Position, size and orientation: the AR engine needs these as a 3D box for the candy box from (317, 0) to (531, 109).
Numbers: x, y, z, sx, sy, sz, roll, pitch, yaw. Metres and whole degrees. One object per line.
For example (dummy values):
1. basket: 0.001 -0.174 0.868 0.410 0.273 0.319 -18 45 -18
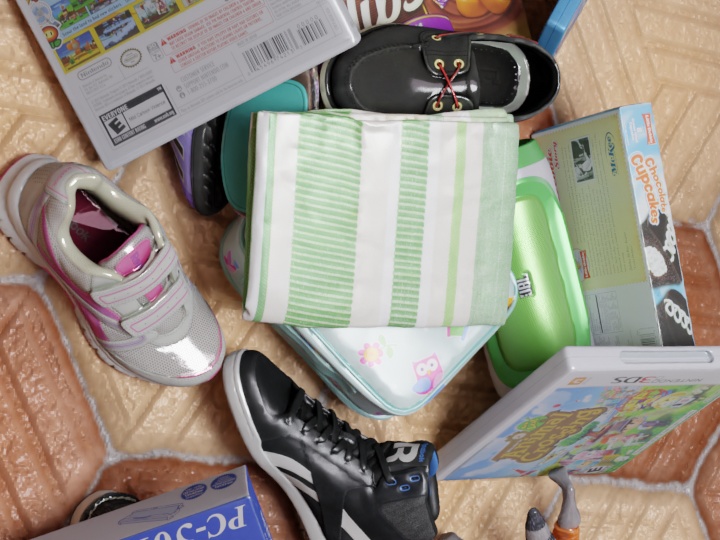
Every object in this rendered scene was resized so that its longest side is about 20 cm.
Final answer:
1. candy box: 0.026 -0.195 1.321 0.199 0.056 0.118 -20 99 -31

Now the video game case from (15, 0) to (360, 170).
1. video game case: -0.126 -0.190 1.170 0.198 0.023 0.183 -25 100 15

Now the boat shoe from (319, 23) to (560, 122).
1. boat shoe: 0.059 -0.138 1.258 0.200 0.063 0.075 -6 99 -40

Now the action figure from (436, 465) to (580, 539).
1. action figure: 0.133 0.279 1.357 0.199 0.104 0.195 -29 96 -28

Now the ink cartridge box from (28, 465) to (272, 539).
1. ink cartridge box: -0.153 0.207 1.157 0.198 0.044 0.095 -19 113 0

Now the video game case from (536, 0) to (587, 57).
1. video game case: 0.182 -0.238 1.371 0.018 0.143 0.201 29 73 3

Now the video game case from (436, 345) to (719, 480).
1. video game case: 0.174 0.109 1.333 0.180 0.200 0.022 1 61 -31

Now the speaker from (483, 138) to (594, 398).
1. speaker: 0.124 0.005 1.362 0.088 0.088 0.202 -20 99 -29

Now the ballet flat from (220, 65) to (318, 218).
1. ballet flat: -0.055 -0.136 1.223 0.071 0.068 0.203 -9 103 -74

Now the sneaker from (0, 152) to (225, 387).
1. sneaker: -0.160 0.005 1.189 0.200 0.088 0.082 47 68 -22

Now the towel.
1. towel: 0.015 -0.036 1.212 0.198 0.023 0.154 -1 101 -24

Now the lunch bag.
1. lunch bag: 0.000 0.000 1.276 0.200 0.077 0.160 46 75 -7

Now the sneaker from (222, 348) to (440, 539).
1. sneaker: -0.008 0.124 1.260 0.201 0.111 0.073 60 23 -23

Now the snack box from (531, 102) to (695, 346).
1. snack box: 0.196 -0.020 1.375 0.037 0.116 0.202 -9 89 -31

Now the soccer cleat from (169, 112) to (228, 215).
1. soccer cleat: -0.122 -0.139 1.236 0.068 0.072 0.202 -35 127 -57

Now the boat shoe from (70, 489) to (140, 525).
1. boat shoe: -0.124 0.236 1.224 0.200 0.060 0.076 47 70 -21
